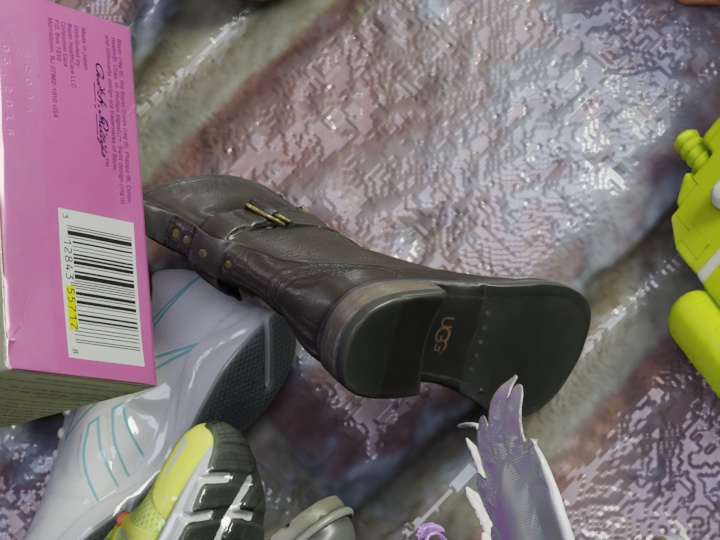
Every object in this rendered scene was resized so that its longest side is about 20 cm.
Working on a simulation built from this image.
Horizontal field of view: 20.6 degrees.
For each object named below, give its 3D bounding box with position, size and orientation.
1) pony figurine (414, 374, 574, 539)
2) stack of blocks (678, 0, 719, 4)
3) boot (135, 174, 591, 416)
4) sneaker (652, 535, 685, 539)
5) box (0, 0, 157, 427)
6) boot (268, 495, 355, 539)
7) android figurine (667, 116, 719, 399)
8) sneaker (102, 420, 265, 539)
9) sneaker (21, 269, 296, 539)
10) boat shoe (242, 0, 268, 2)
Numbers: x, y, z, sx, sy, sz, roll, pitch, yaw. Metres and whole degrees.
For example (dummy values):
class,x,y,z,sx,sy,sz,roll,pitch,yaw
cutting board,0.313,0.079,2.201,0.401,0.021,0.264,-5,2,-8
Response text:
class,x,y,z,sx,sy,sz,roll,pitch,yaw
pony figurine,0.058,0.163,0.859,0.199,0.167,0.194,-27,81,-1
stack of blocks,0.234,-0.191,0.945,0.199,0.058,0.116,7,74,45
boot,0.000,0.000,0.959,0.174,0.199,0.070,32,106,42
sneaker,0.195,0.216,0.909,0.111,0.071,0.202,-5,65,-8
box,-0.204,-0.015,0.941,0.199,0.096,0.178,-16,74,35
boot,0.003,0.232,0.923,0.200,0.072,0.182,37,97,19
android figurine,0.218,-0.020,0.925,0.182,0.041,0.201,-50,47,21
sneaker,-0.115,0.153,0.896,0.090,0.078,0.201,28,94,28
sneaker,-0.117,0.088,0.976,0.080,0.070,0.201,33,80,28
boat shoe,-0.013,-0.230,1.038,0.202,0.075,0.075,-47,45,0
